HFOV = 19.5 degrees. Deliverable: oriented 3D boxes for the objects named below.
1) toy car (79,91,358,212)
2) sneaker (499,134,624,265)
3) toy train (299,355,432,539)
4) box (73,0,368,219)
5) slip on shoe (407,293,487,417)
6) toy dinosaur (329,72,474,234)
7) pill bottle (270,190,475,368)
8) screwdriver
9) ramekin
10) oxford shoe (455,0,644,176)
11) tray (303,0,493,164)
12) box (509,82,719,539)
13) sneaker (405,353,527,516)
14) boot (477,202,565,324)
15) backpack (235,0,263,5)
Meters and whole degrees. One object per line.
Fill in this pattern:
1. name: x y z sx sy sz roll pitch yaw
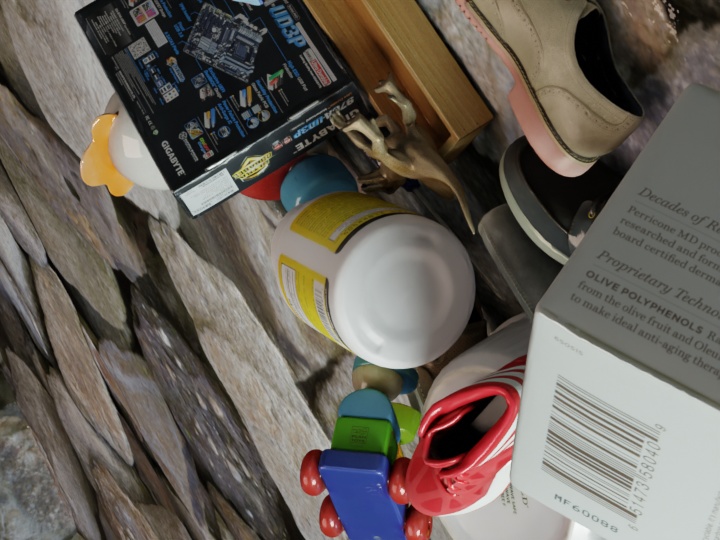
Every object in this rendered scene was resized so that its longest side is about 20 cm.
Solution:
1. toy car: -0.134 -0.109 1.683 0.185 0.199 0.178 53 162 41
2. sneaker: 0.172 -0.038 1.293 0.200 0.075 0.106 44 150 21
3. toy train: 0.020 0.155 1.601 0.084 0.116 0.200 4 149 15
4. box: -0.109 -0.159 1.588 0.201 0.158 0.046 58 179 31
5. slip on shoe: 0.073 0.057 1.635 0.061 0.076 0.201 -32 70 52
6. toy dinosaur: 0.036 -0.084 1.481 0.101 0.058 0.200 48 171 -18
7. pill bottle: 0.000 0.000 1.558 0.112 0.111 0.200 64 166 -19
8. screwdriver: 0.053 -0.053 1.608 0.200 0.028 0.029 48 129 26
9. ramekin: 0.127 0.132 1.499 0.202 0.094 0.204 21 118 45
10. oxford shoe: 0.111 -0.161 1.274 0.074 0.071 0.201 -31 85 40
11. tray: 0.015 -0.170 1.508 0.201 0.037 0.099 57 161 5
12. box: 0.206 0.053 1.101 0.199 0.172 0.199 28 152 16
13. sneaker: 0.061 0.115 1.405 0.079 0.115 0.200 58 136 19
14. boot: 0.178 0.047 1.357 0.073 0.181 0.200 -55 38 24
15. backpack: -0.122 -0.284 1.478 0.200 0.134 0.184 83 179 -66
